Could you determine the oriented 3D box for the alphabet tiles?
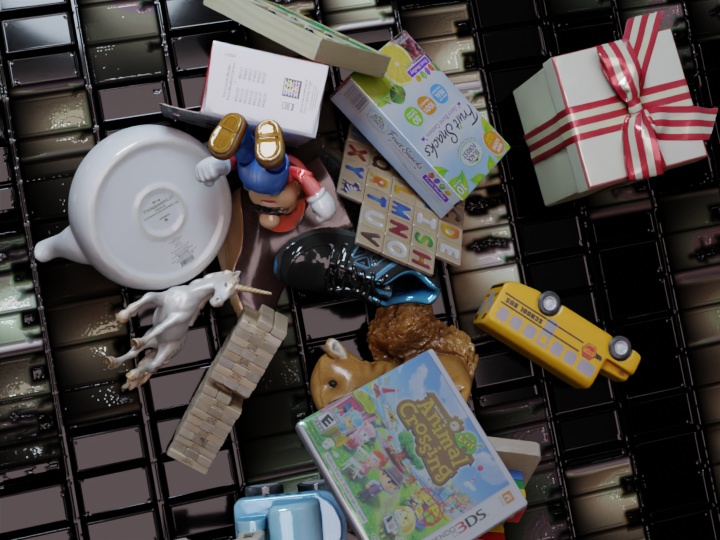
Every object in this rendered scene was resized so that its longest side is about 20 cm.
[{"bbox_3d":[0.049,-0.082,1.426,0.166,0.008,0.201,23,43,-13],"label":"alphabet tiles"}]

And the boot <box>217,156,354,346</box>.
[{"bbox_3d":[-0.083,-0.018,1.419,0.165,0.072,0.202,-23,81,4],"label":"boot"}]

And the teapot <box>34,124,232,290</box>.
[{"bbox_3d":[-0.248,-0.080,1.375,0.198,0.146,0.200,13,95,-29],"label":"teapot"}]

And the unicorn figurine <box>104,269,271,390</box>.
[{"bbox_3d":[-0.211,0.058,1.350,0.137,0.200,0.074,-29,85,-38],"label":"unicorn figurine"}]

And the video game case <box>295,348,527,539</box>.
[{"bbox_3d":[0.055,0.209,1.277,0.181,0.022,0.201,-26,75,-22],"label":"video game case"}]

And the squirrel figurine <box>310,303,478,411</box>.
[{"bbox_3d":[0.039,0.127,1.427,0.185,0.142,0.202,17,59,6],"label":"squirrel figurine"}]

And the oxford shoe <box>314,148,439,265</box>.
[{"bbox_3d":[0.029,-0.087,1.473,0.200,0.073,0.085,40,53,-1],"label":"oxford shoe"}]

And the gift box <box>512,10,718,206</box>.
[{"bbox_3d":[0.315,-0.196,1.468,0.198,0.187,0.186,-20,89,-11],"label":"gift box"}]

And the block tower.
[{"bbox_3d":[-0.153,0.133,1.378,0.054,0.058,0.201,28,105,-9],"label":"block tower"}]

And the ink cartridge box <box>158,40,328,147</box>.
[{"bbox_3d":[-0.137,-0.203,1.372,0.173,0.200,0.085,11,91,-10],"label":"ink cartridge box"}]

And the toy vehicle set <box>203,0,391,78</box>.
[{"bbox_3d":[-0.075,-0.278,1.387,0.199,0.124,0.027,32,108,35],"label":"toy vehicle set"}]

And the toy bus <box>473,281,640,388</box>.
[{"bbox_3d":[0.246,0.084,1.489,0.199,0.065,0.079,32,80,-6],"label":"toy bus"}]

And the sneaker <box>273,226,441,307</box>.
[{"bbox_3d":[0.000,0.000,1.372,0.198,0.082,0.074,0,120,-18],"label":"sneaker"}]

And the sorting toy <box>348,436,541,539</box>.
[{"bbox_3d":[0.087,0.271,1.371,0.196,0.201,0.070,8,47,-10],"label":"sorting toy"}]

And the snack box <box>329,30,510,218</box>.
[{"bbox_3d":[0.075,-0.181,1.458,0.200,0.053,0.142,47,47,-3],"label":"snack box"}]

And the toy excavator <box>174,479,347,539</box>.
[{"bbox_3d":[-0.110,0.297,1.334,0.192,0.200,0.101,-5,85,-2],"label":"toy excavator"}]

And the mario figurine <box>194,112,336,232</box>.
[{"bbox_3d":[-0.102,-0.090,1.308,0.106,0.200,0.124,-41,70,-4],"label":"mario figurine"}]
